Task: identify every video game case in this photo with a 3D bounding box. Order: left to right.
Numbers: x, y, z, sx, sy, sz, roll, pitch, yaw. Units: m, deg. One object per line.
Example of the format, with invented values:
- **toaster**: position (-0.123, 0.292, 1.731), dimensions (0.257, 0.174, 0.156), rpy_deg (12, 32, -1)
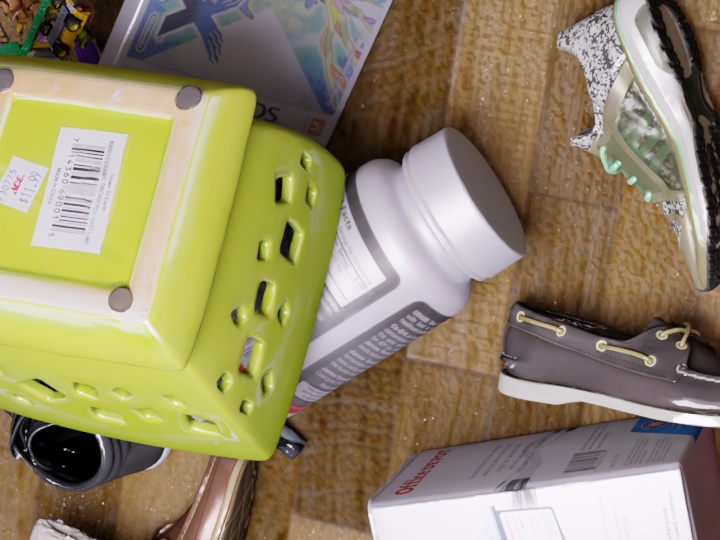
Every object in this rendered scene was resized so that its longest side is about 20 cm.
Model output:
- **video game case**: position (-0.055, -0.184, 1.457), dimensions (0.022, 0.182, 0.201), rpy_deg (40, 111, 47)

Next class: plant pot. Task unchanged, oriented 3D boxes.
- **plant pot**: position (-0.140, -0.016, 1.372), dimensions (0.198, 0.182, 0.201), rpy_deg (9, 74, 18)

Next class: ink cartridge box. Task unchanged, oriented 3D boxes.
- **ink cartridge box**: position (0.122, 0.154, 1.462), dimensions (0.199, 0.146, 0.086), rpy_deg (-11, 97, 17)

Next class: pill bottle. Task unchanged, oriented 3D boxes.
- **pill bottle**: position (0.000, 0.000, 1.490), dimensions (0.199, 0.114, 0.114), rpy_deg (-32, 89, 17)

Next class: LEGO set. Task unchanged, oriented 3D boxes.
- **LEGO set**: position (-0.190, -0.206, 1.506), dimensions (0.200, 0.115, 0.154), rpy_deg (49, 128, 36)

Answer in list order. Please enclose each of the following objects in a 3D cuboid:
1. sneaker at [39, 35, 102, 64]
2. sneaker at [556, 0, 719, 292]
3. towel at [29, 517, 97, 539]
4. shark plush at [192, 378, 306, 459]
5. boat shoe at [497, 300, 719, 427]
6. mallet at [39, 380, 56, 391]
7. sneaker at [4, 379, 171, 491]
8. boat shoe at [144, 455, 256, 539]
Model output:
- **sneaker**: position (-0.230, -0.069, 1.548), dimensions (0.069, 0.099, 0.201), rpy_deg (23, 101, 11)
- **sneaker**: position (0.180, -0.080, 1.459), dimensions (0.088, 0.077, 0.201), rpy_deg (-17, 88, 30)
- **towel**: position (-0.150, 0.260, 1.551), dimensions (0.199, 0.034, 0.133), rpy_deg (26, 113, 18)
- **shark plush**: position (-0.115, 0.051, 1.557), dimensions (0.200, 0.091, 0.083), rpy_deg (40, 76, 12)
- **boat shoe**: position (0.180, 0.059, 1.460), dimensions (0.200, 0.072, 0.061), rpy_deg (7, 96, 27)
- **mallet**: position (-0.147, 0.023, 1.513), dimensions (0.066, 0.201, 0.041), rpy_deg (29, 149, -3)
- **sneaker**: position (-0.227, 0.080, 1.573), dimensions (0.199, 0.099, 0.071), rpy_deg (31, 107, 10)
- **boat shoe**: position (-0.127, 0.207, 1.578), dimensions (0.067, 0.072, 0.201), rpy_deg (24, 106, 9)
